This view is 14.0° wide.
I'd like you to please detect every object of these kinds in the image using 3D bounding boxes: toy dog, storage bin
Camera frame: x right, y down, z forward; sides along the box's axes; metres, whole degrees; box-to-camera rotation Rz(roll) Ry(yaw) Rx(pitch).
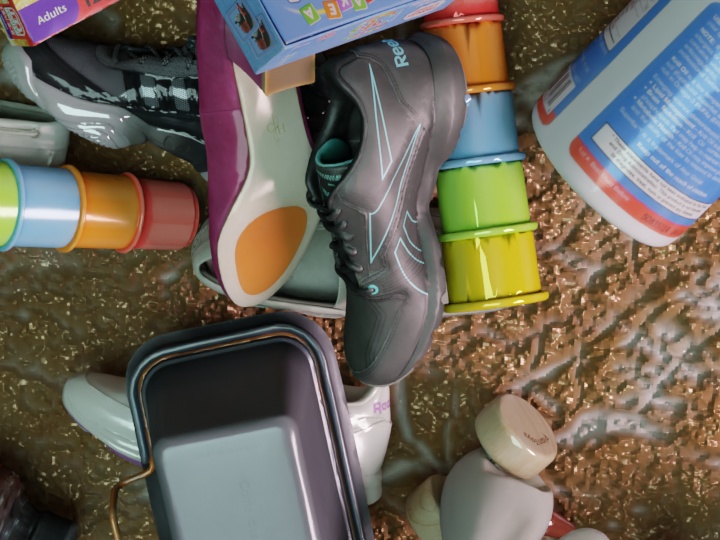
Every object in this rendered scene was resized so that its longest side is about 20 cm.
[{"bbox_3d":[0.089,0.171,1.689,0.096,0.201,0.132,31,138,-21],"label":"toy dog"},{"bbox_3d":[-0.070,0.143,1.653,0.144,0.134,0.201,-11,104,2],"label":"storage bin"}]

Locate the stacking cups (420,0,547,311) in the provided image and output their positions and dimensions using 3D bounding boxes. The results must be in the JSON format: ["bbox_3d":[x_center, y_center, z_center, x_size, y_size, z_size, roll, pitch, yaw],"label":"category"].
[{"bbox_3d":[0.062,-0.079,1.631,0.060,0.060,0.202,-7,93,12],"label":"stacking cups"}]

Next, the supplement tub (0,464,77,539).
[{"bbox_3d":[-0.275,0.153,1.778,0.199,0.107,0.108,19,111,1],"label":"supplement tub"}]

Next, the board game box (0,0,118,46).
[{"bbox_3d":[-0.166,-0.246,1.610,0.151,0.046,0.201,-31,105,-18],"label":"board game box"}]

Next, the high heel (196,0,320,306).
[{"bbox_3d":[-0.068,-0.079,1.628,0.067,0.096,0.201,-18,133,-22],"label":"high heel"}]

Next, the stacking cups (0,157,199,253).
[{"bbox_3d":[-0.185,-0.033,1.668,0.199,0.061,0.061,5,115,-30],"label":"stacking cups"}]

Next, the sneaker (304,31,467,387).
[{"bbox_3d":[0.003,-0.033,1.605,0.079,0.075,0.202,-5,109,-33],"label":"sneaker"}]

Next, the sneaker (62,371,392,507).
[{"bbox_3d":[-0.077,0.077,1.744,0.199,0.075,0.100,13,104,-4],"label":"sneaker"}]

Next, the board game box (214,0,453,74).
[{"bbox_3d":[-0.044,-0.215,1.557,0.037,0.151,0.201,-37,79,46],"label":"board game box"}]

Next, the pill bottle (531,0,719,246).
[{"bbox_3d":[0.197,-0.118,1.600,0.112,0.112,0.200,42,111,-7],"label":"pill bottle"}]

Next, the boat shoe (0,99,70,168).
[{"bbox_3d":[-0.266,-0.094,1.708,0.199,0.072,0.066,19,107,1],"label":"boat shoe"}]

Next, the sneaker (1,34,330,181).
[{"bbox_3d":[-0.098,-0.120,1.671,0.199,0.076,0.114,24,111,-6],"label":"sneaker"}]

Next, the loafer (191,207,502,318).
[{"bbox_3d":[0.000,0.000,1.696,0.198,0.070,0.070,2,109,8],"label":"loafer"}]
